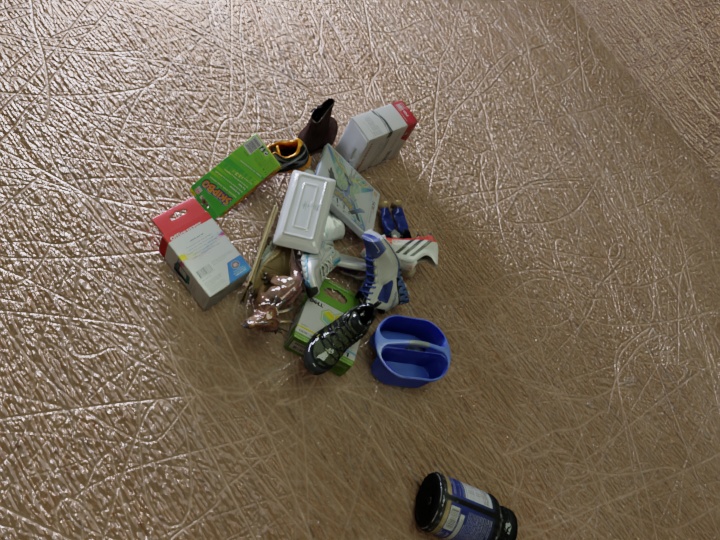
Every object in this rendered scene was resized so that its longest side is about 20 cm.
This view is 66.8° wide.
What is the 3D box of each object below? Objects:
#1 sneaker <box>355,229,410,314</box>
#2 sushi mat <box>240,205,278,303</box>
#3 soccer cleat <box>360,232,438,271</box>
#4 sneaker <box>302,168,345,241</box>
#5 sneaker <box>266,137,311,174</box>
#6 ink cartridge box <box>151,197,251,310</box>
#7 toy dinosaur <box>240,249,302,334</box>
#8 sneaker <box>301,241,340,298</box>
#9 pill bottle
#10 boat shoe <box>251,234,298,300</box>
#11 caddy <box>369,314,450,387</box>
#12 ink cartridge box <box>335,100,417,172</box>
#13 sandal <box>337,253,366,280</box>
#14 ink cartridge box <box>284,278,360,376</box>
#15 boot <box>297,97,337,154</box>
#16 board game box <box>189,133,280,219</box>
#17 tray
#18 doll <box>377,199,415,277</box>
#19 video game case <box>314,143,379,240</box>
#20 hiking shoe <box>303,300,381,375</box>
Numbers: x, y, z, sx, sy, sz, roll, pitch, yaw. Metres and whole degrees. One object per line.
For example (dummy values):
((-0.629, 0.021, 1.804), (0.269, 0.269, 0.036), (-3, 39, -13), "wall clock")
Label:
((0.036, 0.023, 1.234), (0.114, 0.080, 0.204), (-34, 122, -17), "sneaker")
((-0.218, -0.035, 1.178), (0.012, 0.096, 0.206), (21, 56, -14), "sushi mat")
((0.098, -0.038, 1.327), (0.192, 0.069, 0.088), (-5, 70, -9), "soccer cleat")
((-0.113, -0.158, 1.319), (0.079, 0.071, 0.204), (-23, 77, -32), "sneaker")
((-0.214, -0.265, 1.294), (0.193, 0.078, 0.080), (-19, 67, -9), "sneaker")
((-0.335, -0.037, 1.135), (0.115, 0.067, 0.202), (-35, 83, -37), "ink cartridge box")
((-0.161, 0.055, 1.105), (0.086, 0.134, 0.203), (43, 69, -23), "toy dinosaur")
((-0.084, -0.016, 1.188), (0.083, 0.077, 0.203), (-5, 33, 0), "sneaker")
((0.216, 0.498, 1.109), (0.195, 0.112, 0.115), (26, 54, -13), "pill bottle")
((-0.186, -0.020, 1.210), (0.070, 0.068, 0.205), (36, 70, -28), "boat shoe")
((0.111, 0.181, 1.228), (0.193, 0.105, 0.146), (10, 58, -22), "caddy")
((0.038, -0.353, 1.457), (0.197, 0.147, 0.084), (-30, 77, -37), "ink cartridge box")
((0.001, 0.002, 1.301), (0.195, 0.082, 0.052), (11, 101, -16), "sandal")
((-0.064, 0.101, 1.199), (0.144, 0.076, 0.205), (27, 56, -12), "ink cartridge box")
((-0.091, -0.371, 1.385), (0.072, 0.167, 0.202), (37, 53, -2), "boot")
((-0.283, -0.208, 1.235), (0.198, 0.030, 0.096), (-40, 84, -9), "board game box")
((-0.120, -0.137, 1.201), (0.103, 0.022, 0.206), (13, 60, -3), "tray")
((0.096, -0.077, 1.399), (0.132, 0.048, 0.207), (-8, 72, -28), "doll")
((-0.033, -0.194, 1.355), (0.199, 0.022, 0.186), (40, 39, -25), "video game case")
((-0.037, 0.123, 1.091), (0.076, 0.101, 0.200), (44, 53, 2), "hiking shoe")
